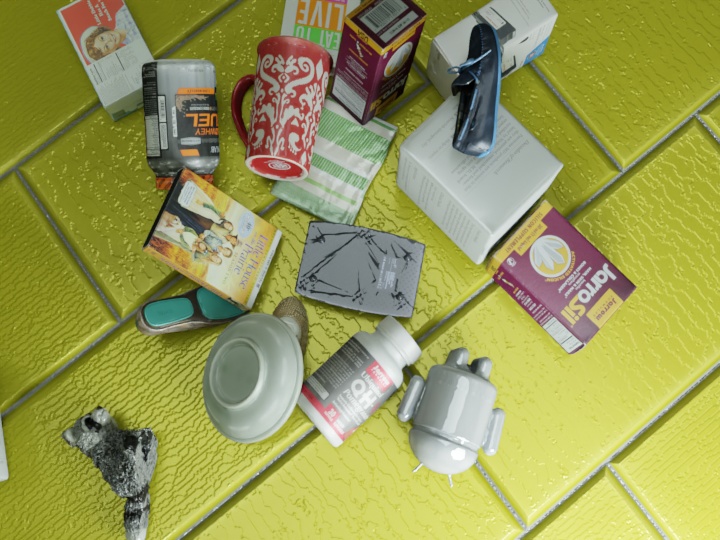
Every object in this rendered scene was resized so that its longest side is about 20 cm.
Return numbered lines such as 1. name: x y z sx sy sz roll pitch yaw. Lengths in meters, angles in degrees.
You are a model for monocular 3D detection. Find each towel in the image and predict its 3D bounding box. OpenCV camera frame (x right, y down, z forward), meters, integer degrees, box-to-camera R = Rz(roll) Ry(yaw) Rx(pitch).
1. towel: -0.041 -0.185 1.539 0.150 0.023 0.203 27 81 8

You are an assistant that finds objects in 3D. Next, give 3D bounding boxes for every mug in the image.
1. mug: -0.132 -0.258 1.512 0.131 0.176 0.205 16 73 -28

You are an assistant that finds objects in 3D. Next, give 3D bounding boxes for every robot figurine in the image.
1. robot figurine: 0.141 0.223 1.398 0.166 0.113 0.204 20 79 -2

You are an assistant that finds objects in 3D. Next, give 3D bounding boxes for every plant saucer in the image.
1. plant saucer: -0.180 0.161 1.404 0.196 0.050 0.205 -11 69 30

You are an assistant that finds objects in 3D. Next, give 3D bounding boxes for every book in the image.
1. book: -0.068 -0.444 1.587 0.130 0.048 0.205 7 76 -1

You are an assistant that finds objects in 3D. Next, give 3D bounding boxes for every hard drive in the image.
1. hard drive: 0.000 0.000 1.486 0.195 0.042 0.138 11 78 3

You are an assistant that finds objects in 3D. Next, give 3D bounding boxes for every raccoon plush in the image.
1. raccoon plush: -0.396 0.315 1.404 0.131 0.097 0.205 3 78 10

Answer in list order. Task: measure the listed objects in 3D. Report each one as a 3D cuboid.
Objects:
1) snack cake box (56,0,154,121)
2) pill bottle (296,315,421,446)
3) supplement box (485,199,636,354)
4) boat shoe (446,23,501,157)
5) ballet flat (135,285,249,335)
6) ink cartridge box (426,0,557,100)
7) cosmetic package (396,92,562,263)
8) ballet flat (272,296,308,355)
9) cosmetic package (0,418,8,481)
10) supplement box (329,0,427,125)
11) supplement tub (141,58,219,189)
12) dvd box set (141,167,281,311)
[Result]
1. snack cake box: -0.425 -0.377 1.564 0.113 0.067 0.203 -28 79 -4
2. pill bottle: -0.002 0.167 1.414 0.199 0.111 0.111 -42 80 -8
3. supplement box: 0.314 0.013 1.447 0.200 0.103 0.131 44 80 9
4. boat shoe: 0.167 -0.272 1.336 0.067 0.084 0.205 5 73 -11
5. ballet flat: -0.271 0.065 1.456 0.197 0.067 0.069 -5 70 -35
6. ink cartridge box: 0.215 -0.373 1.511 0.198 0.145 0.085 -33 79 -5
7. cosmetic package: 0.181 -0.153 1.444 0.166 0.168 0.200 -43 81 -10
8. ballet flat: -0.125 0.138 1.446 0.069 0.065 0.205 9 78 1
9. cosmetic package: -0.656 0.236 1.383 0.162 0.168 0.205 -13 77 -1
10. supplement box: 0.025 -0.345 1.470 0.086 0.201 0.110 43 65 12
11. supplement tub: -0.292 -0.237 1.484 0.119 0.123 0.205 -2 99 1
12. dvd box set: -0.231 -0.048 1.442 0.198 0.029 0.149 34 64 -26
